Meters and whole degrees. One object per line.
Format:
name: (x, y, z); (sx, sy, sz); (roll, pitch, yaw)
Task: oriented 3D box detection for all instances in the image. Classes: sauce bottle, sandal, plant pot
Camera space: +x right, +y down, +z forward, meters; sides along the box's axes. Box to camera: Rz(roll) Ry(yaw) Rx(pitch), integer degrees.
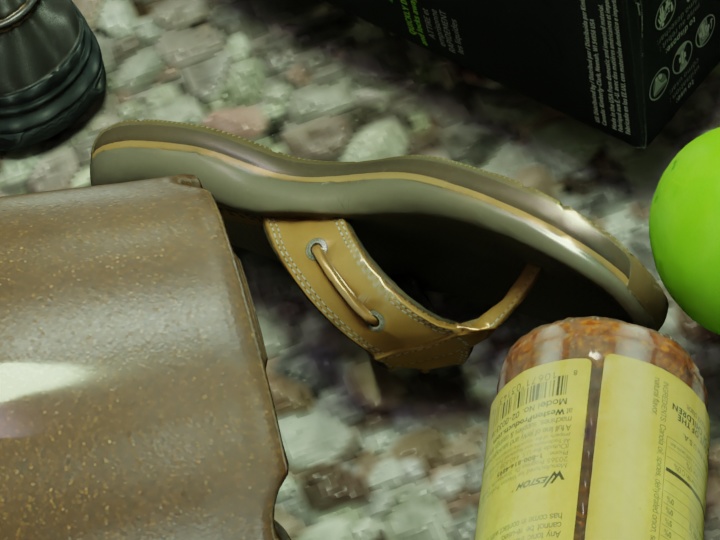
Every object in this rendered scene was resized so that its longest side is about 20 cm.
sauce bottle: (0.056, 0.107, 0.766); (0.066, 0.066, 0.201); (1, 51, 13)
sandal: (0.000, 0.000, 0.864); (0.199, 0.080, 0.054); (12, 72, 28)
plant pot: (-0.122, 0.065, 0.762); (0.197, 0.201, 0.201); (-12, 48, -8)

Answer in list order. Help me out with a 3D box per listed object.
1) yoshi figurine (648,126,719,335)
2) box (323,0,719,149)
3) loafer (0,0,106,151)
yoshi figurine: (0.153, 0.017, 0.796); (0.112, 0.112, 0.200); (-43, 52, -15)
box: (0.044, -0.160, 0.918); (0.199, 0.125, 0.149); (27, 60, 28)
loafer: (-0.160, -0.123, 0.998); (0.073, 0.072, 0.200); (-39, 53, -20)
